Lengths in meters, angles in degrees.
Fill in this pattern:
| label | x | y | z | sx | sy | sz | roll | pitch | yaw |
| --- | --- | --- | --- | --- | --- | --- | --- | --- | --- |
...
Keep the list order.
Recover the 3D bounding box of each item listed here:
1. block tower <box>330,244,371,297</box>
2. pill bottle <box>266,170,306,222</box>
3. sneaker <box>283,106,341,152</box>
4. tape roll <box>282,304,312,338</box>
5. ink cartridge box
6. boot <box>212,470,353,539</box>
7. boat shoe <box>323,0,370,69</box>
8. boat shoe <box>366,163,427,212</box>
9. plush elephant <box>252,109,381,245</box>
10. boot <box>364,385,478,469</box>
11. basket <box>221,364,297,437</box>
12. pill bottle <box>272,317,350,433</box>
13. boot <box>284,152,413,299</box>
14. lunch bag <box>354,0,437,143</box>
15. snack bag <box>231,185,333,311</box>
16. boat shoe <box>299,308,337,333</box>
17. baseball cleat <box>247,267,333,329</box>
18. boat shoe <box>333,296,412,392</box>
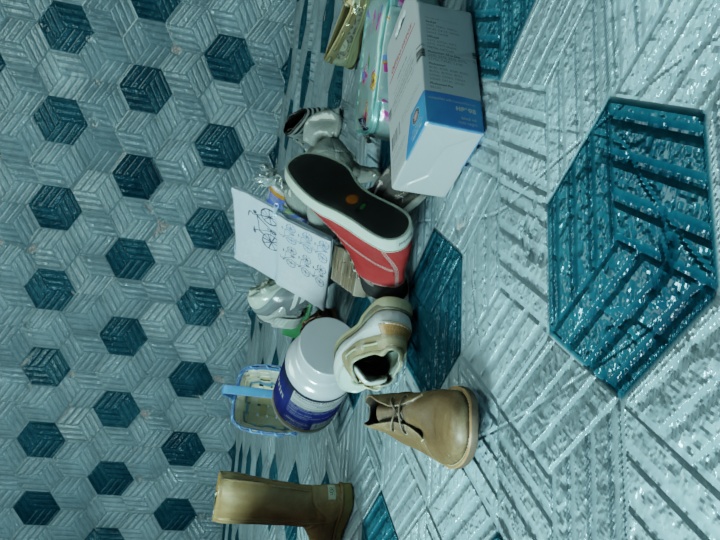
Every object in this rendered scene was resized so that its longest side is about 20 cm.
| label | x | y | z | sx | sy | sz | roll | pitch | yaw |
| --- | --- | --- | --- | --- | --- | --- | --- | --- | --- |
| block tower | 0.000 | 0.000 | 1.035 | 0.200 | 0.056 | 0.056 | -147 | 65 | -78 |
| pill bottle | -0.187 | -0.137 | 1.793 | 0.113 | 0.109 | 0.203 | -100 | 20 | -51 |
| sneaker | -0.114 | -0.288 | 1.542 | 0.201 | 0.112 | 0.077 | 119 | 155 | -59 |
| tape roll | -0.109 | 0.033 | 1.413 | 0.200 | 0.047 | 0.206 | -166 | 89 | -88 |
| ink cartridge box | 0.076 | -0.200 | 0.774 | 0.116 | 0.065 | 0.205 | 119 | 154 | -60 |
| boot | -0.123 | 0.365 | 1.063 | 0.067 | 0.195 | 0.178 | -103 | 24 | -55 |
| boat shoe | -0.020 | -0.480 | 1.341 | 0.074 | 0.061 | 0.204 | -103 | 24 | -57 |
| boat shoe | 0.026 | -0.095 | 0.911 | 0.058 | 0.066 | 0.199 | 54 | 162 | -8 |
| plush elephant | -0.045 | -0.146 | 1.096 | 0.153 | 0.197 | 0.169 | -20 | 63 | 50 |
| boot | 0.054 | 0.146 | 0.684 | 0.200 | 0.073 | 0.076 | 148 | 130 | -72 |
| basket | -0.187 | 0.262 | 1.455 | 0.200 | 0.171 | 0.143 | 104 | 173 | -76 |
| pill bottle | -0.070 | 0.166 | 1.123 | 0.201 | 0.113 | 0.118 | 115 | 158 | -52 |
| boot | -0.018 | -0.047 | 0.886 | 0.199 | 0.072 | 0.146 | 39 | 152 | 27 |
| lunch bag | 0.039 | -0.268 | 0.947 | 0.160 | 0.075 | 0.206 | -140 | 57 | -74 |
| snack bag | -0.133 | -0.035 | 1.164 | 0.022 | 0.197 | 0.190 | -51 | -16 | -34 |
| boat shoe | -0.073 | 0.105 | 1.268 | 0.200 | 0.068 | 0.073 | -165 | 78 | -78 |
| baseball cleat | -0.102 | 0.041 | 1.283 | 0.070 | 0.195 | 0.108 | -80 | -30 | -58 |
| boat shoe | 0.009 | 0.112 | 0.895 | 0.201 | 0.073 | 0.070 | 116 | 163 | -53 |
